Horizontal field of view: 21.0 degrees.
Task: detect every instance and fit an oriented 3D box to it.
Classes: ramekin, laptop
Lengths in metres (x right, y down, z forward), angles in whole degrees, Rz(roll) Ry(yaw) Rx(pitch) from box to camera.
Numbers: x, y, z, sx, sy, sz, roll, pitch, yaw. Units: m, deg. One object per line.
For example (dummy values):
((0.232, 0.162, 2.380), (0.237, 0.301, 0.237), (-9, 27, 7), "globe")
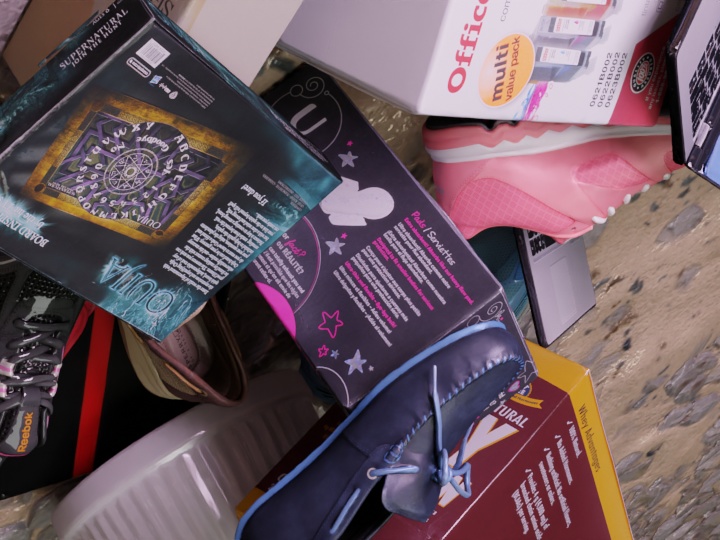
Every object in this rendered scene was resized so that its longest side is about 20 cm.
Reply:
((-0.100, 0.164, 1.322), (0.199, 0.106, 0.200), (-30, 169, -7), "ramekin")
((0.259, -0.133, 1.076), (0.189, 0.115, 0.200), (-64, 160, -16), "laptop")
((0.167, -0.070, 1.281), (0.115, 0.202, 0.187), (-11, -176, 18), "laptop")

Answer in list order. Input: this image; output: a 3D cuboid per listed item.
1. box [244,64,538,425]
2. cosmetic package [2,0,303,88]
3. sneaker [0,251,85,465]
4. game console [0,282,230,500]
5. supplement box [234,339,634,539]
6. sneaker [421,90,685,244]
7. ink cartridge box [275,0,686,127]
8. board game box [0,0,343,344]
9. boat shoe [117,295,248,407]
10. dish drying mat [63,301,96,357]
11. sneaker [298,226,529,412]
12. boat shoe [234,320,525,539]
((0.000, 0.000, 1.161), (0.114, 0.201, 0.132), (-35, 151, -2), "box")
((-0.088, -0.148, 0.957), (0.071, 0.105, 0.201), (3, 129, -47), "cosmetic package")
((-0.189, 0.056, 1.071), (0.080, 0.087, 0.201), (1, 137, -35), "sneaker")
((-0.171, 0.063, 1.242), (0.175, 0.031, 0.201), (-15, 143, -26), "game console")
((0.056, 0.169, 1.254), (0.200, 0.132, 0.198), (-45, 138, -24), "supplement box")
((0.136, -0.061, 1.160), (0.198, 0.074, 0.088), (-4, 110, 0), "sneaker")
((0.065, -0.167, 1.023), (0.199, 0.144, 0.147), (-2, 115, -45), "ink cartridge box")
((-0.105, -0.044, 0.951), (0.135, 0.028, 0.200), (-40, 149, 7), "board game box")
((-0.115, 0.007, 1.128), (0.072, 0.072, 0.201), (-45, 136, -28), "boat shoe")
((-0.236, 0.020, 1.088), (0.199, 0.018, 0.077), (16, 121, -48), "dish drying mat")
((0.043, 0.025, 1.376), (0.199, 0.079, 0.090), (-33, 147, -11), "sneaker")
((0.022, 0.113, 1.068), (0.200, 0.069, 0.084), (-46, 149, 19), "boat shoe")
